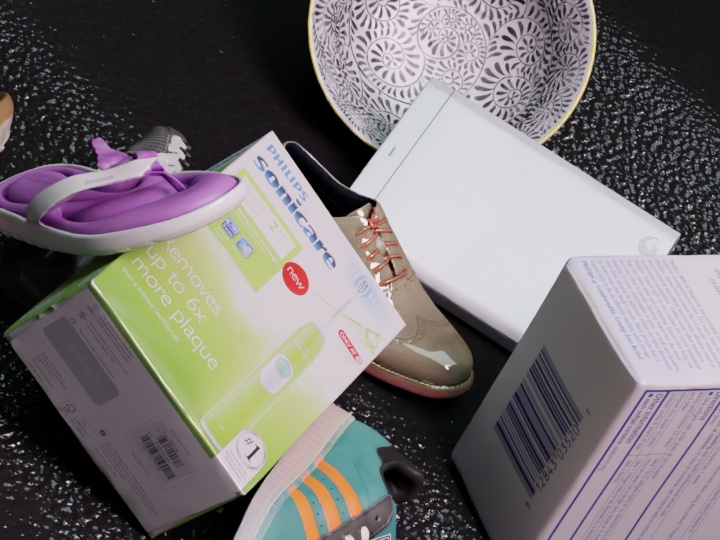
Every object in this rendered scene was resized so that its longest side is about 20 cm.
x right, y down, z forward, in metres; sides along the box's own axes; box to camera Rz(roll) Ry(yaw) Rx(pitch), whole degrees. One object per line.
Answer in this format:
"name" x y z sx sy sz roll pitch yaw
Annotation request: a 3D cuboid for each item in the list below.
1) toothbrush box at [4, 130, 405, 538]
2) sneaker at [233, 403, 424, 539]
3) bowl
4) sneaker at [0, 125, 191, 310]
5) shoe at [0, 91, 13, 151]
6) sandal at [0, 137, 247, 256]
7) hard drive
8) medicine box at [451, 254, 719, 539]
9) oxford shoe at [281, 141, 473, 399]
"toothbrush box" -0.085 0.034 1.356 0.146 0.086 0.200 56 38 -7
"sneaker" -0.022 0.149 1.316 0.080 0.071 0.200 27 37 7
"bowl" 0.059 -0.163 1.665 0.200 0.094 0.201 0 86 -6
"sneaker" -0.166 -0.037 1.445 0.090 0.067 0.200 26 41 -4
"shoe" -0.270 -0.054 1.426 0.070 0.054 0.200 3 27 23
"sandal" -0.149 -0.046 1.314 0.202 0.050 0.082 1 31 44
"hard drive" 0.095 -0.025 1.568 0.200 0.027 0.132 33 68 7
"medicine box" 0.187 0.088 1.413 0.200 0.182 0.103 -1 47 -30
"oxford shoe" 0.000 0.000 1.491 0.200 0.075 0.070 41 40 17
